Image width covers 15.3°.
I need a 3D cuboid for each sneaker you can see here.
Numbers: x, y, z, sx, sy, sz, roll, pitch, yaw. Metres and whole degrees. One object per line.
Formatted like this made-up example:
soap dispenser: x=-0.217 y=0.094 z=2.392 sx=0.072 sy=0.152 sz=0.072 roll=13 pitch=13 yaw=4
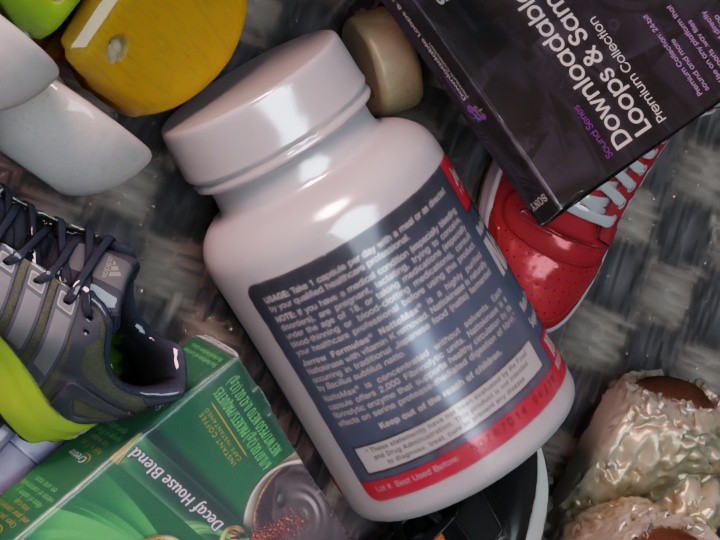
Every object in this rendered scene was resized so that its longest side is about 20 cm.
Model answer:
sneaker: x=-0.138 y=-0.005 z=1.107 sx=0.200 sy=0.081 sz=0.074 roll=55 pitch=35 yaw=-43
sneaker: x=0.016 y=0.151 z=1.237 sx=0.090 sy=0.070 sz=0.200 roll=26 pitch=86 yaw=-24
sneaker: x=0.122 y=-0.062 z=1.240 sx=0.071 sy=0.112 sz=0.200 roll=22 pitch=85 yaw=-21

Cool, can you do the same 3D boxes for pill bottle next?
pill bottle: x=0.000 y=0.000 z=1.193 sx=0.120 sy=0.120 sz=0.200 roll=-35 pitch=106 yaw=-16

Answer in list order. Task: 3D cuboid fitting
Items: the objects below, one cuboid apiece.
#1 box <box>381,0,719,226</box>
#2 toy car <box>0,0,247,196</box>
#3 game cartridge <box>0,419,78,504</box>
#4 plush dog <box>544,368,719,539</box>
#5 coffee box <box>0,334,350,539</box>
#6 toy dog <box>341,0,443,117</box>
box: x=0.118 y=-0.131 z=1.169 sx=0.200 sy=0.036 sz=0.143 roll=-35 pitch=87 yaw=-16
toy car: x=-0.131 y=-0.144 z=1.106 sx=0.175 sy=0.150 sz=0.200 roll=-54 pitch=151 yaw=-4
game cartridge: x=-0.229 y=0.059 z=1.154 sx=0.200 sy=0.038 sz=0.130 roll=43 pitch=82 yaw=-19
plush dog: x=0.161 y=0.170 z=1.261 sx=0.172 sy=0.200 sz=0.160 roll=29 pitch=116 yaw=-12
coffee box: x=-0.110 y=0.137 z=1.183 sx=0.200 sy=0.044 sz=0.123 roll=-39 pitch=121 yaw=-17
toy dog: x=0.030 y=-0.160 z=1.205 sx=0.132 sy=0.096 sz=0.200 roll=-40 pitch=107 yaw=-15
